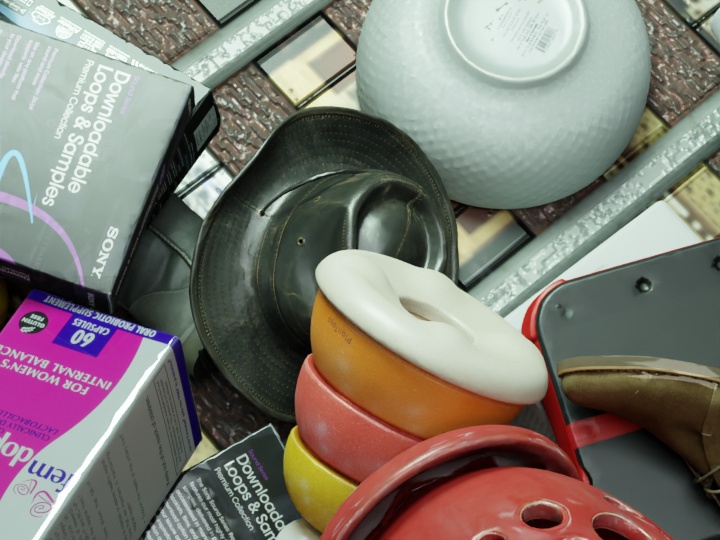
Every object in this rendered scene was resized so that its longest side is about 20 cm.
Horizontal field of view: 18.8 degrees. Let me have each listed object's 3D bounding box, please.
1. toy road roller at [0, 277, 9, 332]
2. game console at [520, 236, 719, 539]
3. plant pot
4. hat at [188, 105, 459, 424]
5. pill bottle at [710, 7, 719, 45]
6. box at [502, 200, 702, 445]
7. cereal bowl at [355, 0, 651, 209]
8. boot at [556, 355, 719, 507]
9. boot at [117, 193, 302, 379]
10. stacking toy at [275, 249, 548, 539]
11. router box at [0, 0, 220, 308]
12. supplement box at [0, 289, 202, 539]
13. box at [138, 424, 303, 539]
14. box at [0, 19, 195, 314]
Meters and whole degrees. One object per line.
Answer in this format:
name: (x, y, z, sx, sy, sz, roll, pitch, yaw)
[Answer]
toy road roller: (-0.302, 0.003, 1.322, 0.145, 0.123, 0.201, -15, 72, -23)
game console: (0.206, 0.068, 1.256, 0.199, 0.031, 0.178, -16, 74, -9)
plant pot: (0.082, 0.195, 1.138, 0.200, 0.201, 0.183, -27, 43, -14)
hat: (0.000, 0.000, 1.313, 0.200, 0.081, 0.202, -2, 94, -34)
pill bottle: (0.306, -0.096, 1.399, 0.110, 0.111, 0.200, -25, 71, -13)
box: (0.185, 0.090, 1.315, 0.152, 0.106, 0.200, -35, 73, -17)
cereal bowl: (0.097, -0.147, 1.425, 0.199, 0.083, 0.201, 1, 66, -3)
boot: (0.200, 0.097, 1.198, 0.199, 0.074, 0.076, 16, 81, -1)
boot: (-0.129, -0.048, 1.385, 0.200, 0.073, 0.182, 38, 68, 19)
stacking toy: (0.002, 0.101, 1.230, 0.146, 0.146, 0.201, 32, 104, 10)
router box: (-0.209, -0.088, 1.333, 0.199, 0.062, 0.150, 30, 72, 13)
supplement box: (-0.183, 0.124, 1.212, 0.101, 0.104, 0.200, 17, 53, 19)
box: (-0.101, 0.200, 1.272, 0.199, 0.036, 0.143, -28, 78, -16)
box: (-0.212, -0.073, 1.266, 0.199, 0.036, 0.144, 19, 70, 1)
